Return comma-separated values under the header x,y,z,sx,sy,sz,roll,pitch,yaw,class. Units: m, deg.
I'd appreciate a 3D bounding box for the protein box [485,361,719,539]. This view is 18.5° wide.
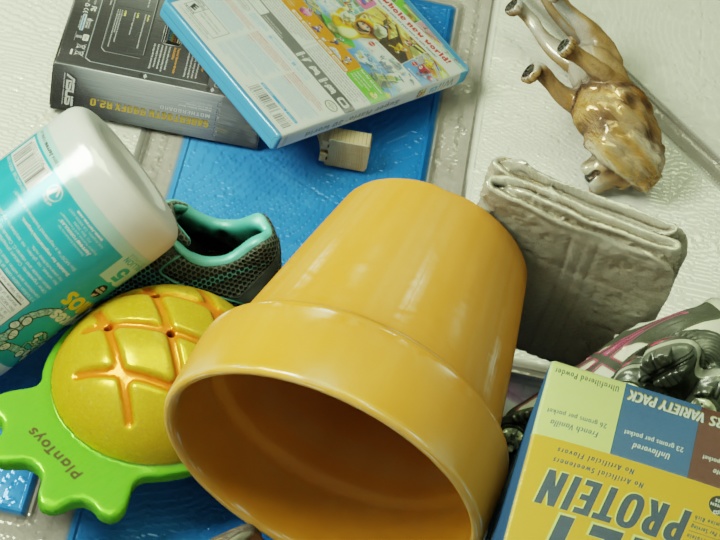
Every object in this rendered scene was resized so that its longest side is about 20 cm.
x,y,z,sx,sy,sz,roll,pitch,yaw,class
0.130,0.199,1.247,0.135,0.199,0.200,17,55,2,protein box

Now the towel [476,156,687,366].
x,y,z,sx,sy,sz,roll,pitch,yaw,class
0.125,0.003,1.385,0.132,0.200,0.035,23,62,4,towel

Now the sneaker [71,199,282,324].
x,y,z,sx,sy,sz,roll,pitch,yaw,class
-0.144,-0.014,1.483,0.200,0.091,0.078,3,46,-8,sneaker

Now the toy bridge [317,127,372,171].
x,y,z,sx,sy,sz,roll,pitch,yaw,class
-0.016,-0.157,1.687,0.067,0.027,0.200,10,46,-2,toy bridge

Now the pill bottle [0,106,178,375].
x,y,z,sx,sy,sz,roll,pitch,yaw,class
-0.223,-0.005,1.405,0.200,0.111,0.111,-36,56,5,pill bottle

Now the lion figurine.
x,y,z,sx,sy,sz,roll,pitch,yaw,class
0.177,-0.148,1.686,0.122,0.072,0.200,36,33,-25,lion figurine

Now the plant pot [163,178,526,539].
x,y,z,sx,sy,sz,roll,pitch,yaw,class
0.011,0.052,1.319,0.200,0.200,0.183,22,57,9,plant pot

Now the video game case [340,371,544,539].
x,y,z,sx,sy,sz,roll,pitch,yaw,class
0.092,0.131,1.413,0.200,0.019,0.143,12,61,-5,video game case

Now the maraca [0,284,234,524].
x,y,z,sx,sy,sz,roll,pitch,yaw,class
-0.140,0.081,1.383,0.137,0.107,0.200,38,51,22,maraca

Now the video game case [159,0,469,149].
x,y,z,sx,sy,sz,roll,pitch,yaw,class
-0.032,-0.170,1.648,0.200,0.018,0.143,-23,64,-39,video game case

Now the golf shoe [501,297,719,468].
x,y,z,sx,sy,sz,roll,pitch,yaw,class
0.152,0.085,1.350,0.077,0.200,0.088,50,38,-13,golf shoe

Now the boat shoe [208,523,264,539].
x,y,z,sx,sy,sz,roll,pitch,yaw,class
-0.114,0.224,1.290,0.072,0.076,0.200,53,48,-8,boat shoe

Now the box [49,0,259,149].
x,y,z,sx,sy,sz,roll,pitch,yaw,class
-0.138,-0.189,1.677,0.158,0.048,0.200,11,46,-3,box
